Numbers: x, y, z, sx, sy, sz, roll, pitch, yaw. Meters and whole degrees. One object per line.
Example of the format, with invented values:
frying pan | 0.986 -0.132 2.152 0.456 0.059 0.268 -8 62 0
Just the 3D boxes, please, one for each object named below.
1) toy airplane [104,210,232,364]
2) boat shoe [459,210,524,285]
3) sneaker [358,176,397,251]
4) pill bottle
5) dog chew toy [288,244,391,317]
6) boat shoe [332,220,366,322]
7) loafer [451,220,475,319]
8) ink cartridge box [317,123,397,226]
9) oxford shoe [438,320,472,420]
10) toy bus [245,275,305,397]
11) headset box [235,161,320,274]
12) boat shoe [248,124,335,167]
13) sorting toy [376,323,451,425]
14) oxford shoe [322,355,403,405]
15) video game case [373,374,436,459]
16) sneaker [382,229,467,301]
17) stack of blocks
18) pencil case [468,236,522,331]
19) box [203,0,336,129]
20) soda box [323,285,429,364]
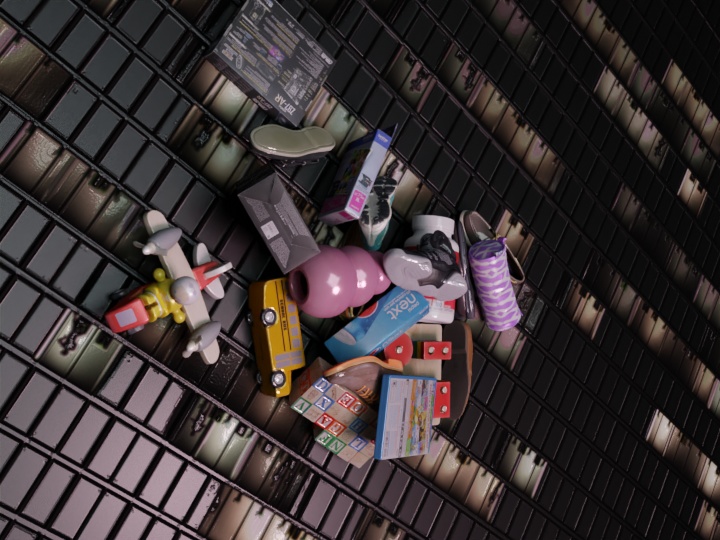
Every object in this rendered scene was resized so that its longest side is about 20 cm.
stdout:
toy airplane | -0.284 0.030 1.289 0.198 0.140 0.202 25 74 -30
boat shoe | 0.280 -0.048 1.716 0.072 0.059 0.201 -48 114 -37
sneaker | 0.025 -0.114 1.518 0.201 0.076 0.080 -76 170 -51
pill bottle | 0.136 -0.001 1.591 0.111 0.112 0.203 9 83 -33
dog chew toy | -0.026 0.011 1.414 0.198 0.124 0.127 -10 94 -37
boat shoe | 0.000 0.000 1.525 0.071 0.068 0.203 17 78 -30
loafer | 0.193 0.002 1.661 0.072 0.062 0.203 -14 96 -76
ink cartridge box | -0.006 -0.183 1.497 0.042 0.119 0.202 31 72 -22
oxford shoe | 0.206 0.205 1.661 0.071 0.070 0.203 7 89 -58
toy bus | -0.149 0.116 1.423 0.077 0.065 0.203 -10 94 -35
headset box | -0.144 -0.094 1.369 0.077 0.200 0.150 -29 105 -1
boat shoe | -0.129 -0.213 1.431 0.075 0.066 0.198 51 36 13
sorting toy | 0.091 0.206 1.579 0.196 0.069 0.203 4 86 -34
oxford shoe | 0.014 0.195 1.418 0.198 0.071 0.074 9 62 -47
video game case | 0.084 0.264 1.468 0.199 0.018 0.145 16 79 -59
sneaker | 0.110 -0.023 1.464 0.199 0.075 0.115 24 45 -38
stack of blocks | -0.038 0.258 1.462 0.199 0.059 0.115 38 105 -27
pencil case | 0.281 0.028 1.680 0.085 0.084 0.202 -32 125 -23
box | -0.157 -0.378 1.449 0.199 0.043 0.162 39 68 -27
soda box | 0.032 0.105 1.492 0.199 0.064 0.068 -37 74 -7
